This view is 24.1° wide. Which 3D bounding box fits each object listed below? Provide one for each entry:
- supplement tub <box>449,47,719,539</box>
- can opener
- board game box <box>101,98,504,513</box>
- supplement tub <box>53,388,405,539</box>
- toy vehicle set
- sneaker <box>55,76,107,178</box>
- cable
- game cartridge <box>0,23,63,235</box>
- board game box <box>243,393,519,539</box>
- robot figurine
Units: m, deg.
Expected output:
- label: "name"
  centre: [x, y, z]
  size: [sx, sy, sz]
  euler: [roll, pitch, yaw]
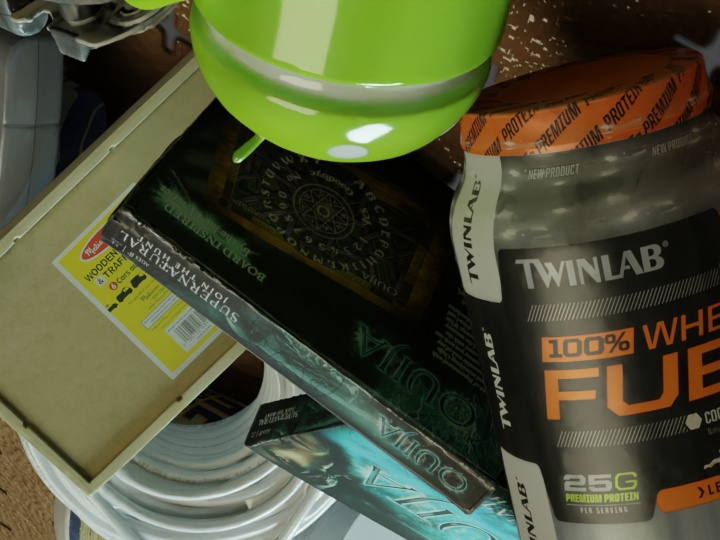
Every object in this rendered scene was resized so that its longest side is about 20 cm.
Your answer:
- label: "supplement tub"
  centre: [0.105, 0.022, 0.662]
  size: [0.122, 0.122, 0.201]
  euler: [0, 110, 46]
- label: "can opener"
  centre: [-0.158, -0.148, 0.782]
  size: [0.200, 0.053, 0.067]
  euler: [26, 145, 42]
- label: "board game box"
  centre: [0.000, 0.000, 0.759]
  size: [0.200, 0.135, 0.028]
  euler: [37, 137, -1]
- label: "supplement tub"
  centre: [-0.076, 0.159, 1.058]
  size: [0.199, 0.145, 0.145]
  euler: [18, 145, 28]
- label: "toy vehicle set"
  centre: [-0.107, 0.000, 0.836]
  size: [0.124, 0.200, 0.027]
  euler: [47, 180, -16]
- label: "sneaker"
  centre: [-0.147, -0.018, 0.969]
  size: [0.115, 0.081, 0.200]
  euler: [22, 142, -3]
- label: "cable"
  centre: [-0.086, 0.062, 0.915]
  size: [0.200, 0.200, 0.069]
  euler: [40, -167, -18]
- label: "game cartridge"
  centre: [-0.207, -0.049, 0.886]
  size: [0.133, 0.041, 0.201]
  euler: [38, 123, 39]
- label: "board game box"
  centre: [0.055, 0.117, 0.856]
  size: [0.200, 0.028, 0.135]
  euler: [33, 153, -23]
- label: "robot figurine"
  centre: [0.001, -0.125, 0.591]
  size: [0.116, 0.175, 0.201]
  euler: [52, 142, 39]
